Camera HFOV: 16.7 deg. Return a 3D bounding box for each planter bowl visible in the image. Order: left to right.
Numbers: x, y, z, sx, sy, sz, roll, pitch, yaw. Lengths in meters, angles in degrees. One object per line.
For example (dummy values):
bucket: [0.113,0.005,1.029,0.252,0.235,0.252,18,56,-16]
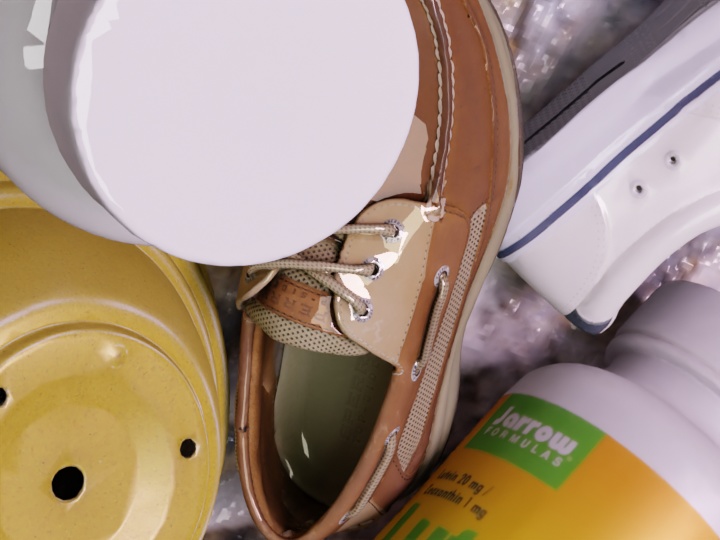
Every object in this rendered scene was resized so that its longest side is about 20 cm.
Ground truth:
planter bowl: [-0.102,0.053,0.713,0.199,0.083,0.202,-10,106,-35]

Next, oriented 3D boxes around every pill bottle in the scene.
pill bottle: [-0.057,-0.072,0.633,0.112,0.200,0.114,-7,111,-19]
pill bottle: [0.064,0.101,0.782,0.200,0.111,0.111,-47,120,-17]

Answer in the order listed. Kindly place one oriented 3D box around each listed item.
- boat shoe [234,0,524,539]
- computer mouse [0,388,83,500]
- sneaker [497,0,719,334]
boat shoe: [0.000,0.000,0.743,0.075,0.074,0.201,16,122,21]
computer mouse: [-0.118,0.003,0.758,0.058,0.034,0.201,-18,118,-4]
sneaker: [0.125,-0.059,0.765,0.200,0.073,0.071,-39,103,18]
